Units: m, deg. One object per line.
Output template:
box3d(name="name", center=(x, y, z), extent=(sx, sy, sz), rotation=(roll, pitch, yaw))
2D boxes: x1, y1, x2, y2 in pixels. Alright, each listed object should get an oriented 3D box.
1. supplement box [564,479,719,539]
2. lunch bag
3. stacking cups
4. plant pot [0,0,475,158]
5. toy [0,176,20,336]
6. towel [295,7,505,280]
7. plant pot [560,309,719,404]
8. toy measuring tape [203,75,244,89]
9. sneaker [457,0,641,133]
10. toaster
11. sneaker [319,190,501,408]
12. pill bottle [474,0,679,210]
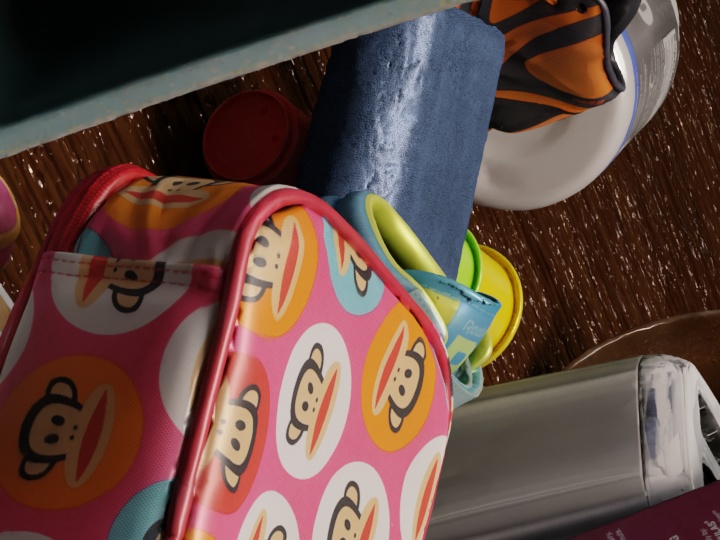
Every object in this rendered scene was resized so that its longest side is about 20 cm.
box3d(name="supplement box", center=(0.134, 0.152, 1.132), extent=(0.086, 0.200, 0.110), rotation=(-122, -166, -54))
box3d(name="lunch bag", center=(-0.041, 0.087, 0.824), extent=(0.176, 0.082, 0.200), rotation=(46, 58, -54))
box3d(name="stacking cups", center=(-0.004, -0.014, 1.176), extent=(0.200, 0.060, 0.061), rotation=(34, 44, -56))
box3d(name="plant pot", center=(-0.057, -0.174, 0.938), extent=(0.200, 0.195, 0.197), rotation=(-71, 143, -72))
box3d(name="toy", center=(-0.120, 0.001, 0.824), extent=(0.115, 0.047, 0.200), rotation=(-81, 150, -53))
box3d(name="towel", center=(0.000, 0.000, 1.070), extent=(0.112, 0.048, 0.200), rotation=(20, 83, -73))
box3d(name="plant pot", center=(0.185, 0.151, 1.426), extent=(0.187, 0.187, 0.200), rotation=(-72, 157, -59))
box3d(name="toy measuring tape", center=(-0.018, -0.117, 1.194), extent=(0.074, 0.073, 0.200), rotation=(63, 31, -32))
box3d(name="sneaker", center=(0.042, -0.137, 1.136), extent=(0.200, 0.112, 0.078), rotation=(49, 48, -35))
box3d(name="toaster", center=(0.096, 0.113, 1.233), extent=(0.114, 0.129, 0.200), rotation=(-88, 155, -43))
box3d(name="sneaker", center=(-0.009, 0.066, 0.964), extent=(0.080, 0.130, 0.200), rotation=(20, 57, -70))
box3d(name="pill bottle", center=(0.089, -0.102, 1.407), extent=(0.200, 0.114, 0.114), rotation=(-43, 116, -70))
